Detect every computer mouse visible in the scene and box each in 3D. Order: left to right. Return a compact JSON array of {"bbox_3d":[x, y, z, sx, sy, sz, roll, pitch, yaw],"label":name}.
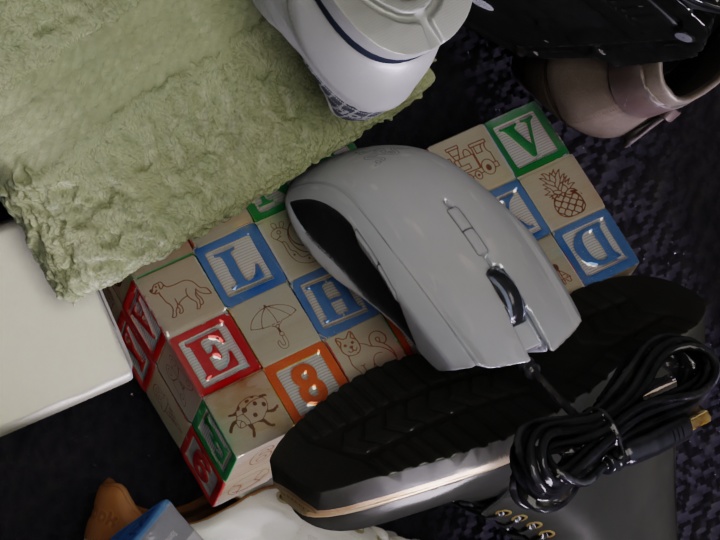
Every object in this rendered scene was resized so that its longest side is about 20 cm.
[{"bbox_3d":[0.044,0.006,1.047,0.110,0.044,0.200,-24,53,-33],"label":"computer mouse"}]

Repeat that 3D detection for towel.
[{"bbox_3d":[-0.071,-0.091,1.066,0.200,0.036,0.148,-36,101,-23],"label":"towel"}]

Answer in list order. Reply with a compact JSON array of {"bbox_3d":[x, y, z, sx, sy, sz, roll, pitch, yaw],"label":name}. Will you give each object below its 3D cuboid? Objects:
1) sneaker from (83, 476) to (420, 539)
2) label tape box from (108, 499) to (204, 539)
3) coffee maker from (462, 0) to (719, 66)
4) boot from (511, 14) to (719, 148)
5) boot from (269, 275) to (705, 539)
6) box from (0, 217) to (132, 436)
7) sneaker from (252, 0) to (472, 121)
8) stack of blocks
[{"bbox_3d":[-0.017,0.115,1.138,0.200,0.073,0.085,1,91,-15],"label":"sneaker"},{"bbox_3d":[-0.054,0.206,1.032,0.200,0.066,0.143,47,33,-4],"label":"label tape box"},{"bbox_3d":[0.120,-0.190,1.057,0.135,0.192,0.200,42,67,-54],"label":"coffee maker"},{"bbox_3d":[0.151,-0.129,1.153,0.070,0.146,0.200,46,75,-20],"label":"boot"},{"bbox_3d":[0.060,0.099,1.094,0.200,0.077,0.138,-19,123,-27],"label":"boot"},{"bbox_3d":[-0.201,0.047,1.076,0.200,0.095,0.078,-24,94,-18],"label":"box"},{"bbox_3d":[-0.034,-0.151,1.032,0.076,0.081,0.200,-21,76,-22],"label":"sneaker"},{"bbox_3d":[0.000,0.000,1.134,0.200,0.059,0.115,-24,73,-23],"label":"stack of blocks"}]
